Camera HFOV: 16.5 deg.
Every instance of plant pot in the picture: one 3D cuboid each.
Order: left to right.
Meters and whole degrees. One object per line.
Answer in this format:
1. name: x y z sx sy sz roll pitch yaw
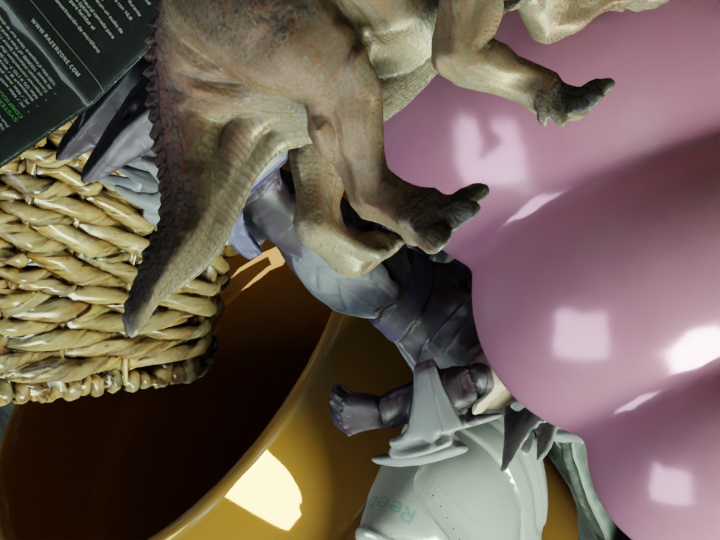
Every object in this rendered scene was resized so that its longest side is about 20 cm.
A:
1. plant pot: -0.014 0.083 0.996 0.183 0.201 0.200 40 161 -29

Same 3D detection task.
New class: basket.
1. basket: -0.128 -0.058 0.922 0.199 0.142 0.150 30 116 44

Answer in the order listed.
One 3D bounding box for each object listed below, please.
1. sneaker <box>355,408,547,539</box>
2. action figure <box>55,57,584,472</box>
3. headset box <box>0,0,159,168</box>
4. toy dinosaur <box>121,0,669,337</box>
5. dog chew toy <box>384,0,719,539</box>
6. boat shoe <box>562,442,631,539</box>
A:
1. sneaker: 0.036 0.145 0.891 0.075 0.089 0.201 4 126 35
2. action figure: 0.000 0.000 0.805 0.199 0.070 0.130 35 -165 -18
3. headset box: -0.104 -0.154 0.748 0.174 0.200 0.093 50 139 -13
4. toy dinosaur: -0.004 -0.080 0.611 0.136 0.200 0.086 47 -175 -6
5. dog chew toy: 0.079 -0.009 0.709 0.201 0.124 0.125 68 158 11
6. boat shoe: 0.116 0.108 0.919 0.072 0.071 0.201 15 139 47
